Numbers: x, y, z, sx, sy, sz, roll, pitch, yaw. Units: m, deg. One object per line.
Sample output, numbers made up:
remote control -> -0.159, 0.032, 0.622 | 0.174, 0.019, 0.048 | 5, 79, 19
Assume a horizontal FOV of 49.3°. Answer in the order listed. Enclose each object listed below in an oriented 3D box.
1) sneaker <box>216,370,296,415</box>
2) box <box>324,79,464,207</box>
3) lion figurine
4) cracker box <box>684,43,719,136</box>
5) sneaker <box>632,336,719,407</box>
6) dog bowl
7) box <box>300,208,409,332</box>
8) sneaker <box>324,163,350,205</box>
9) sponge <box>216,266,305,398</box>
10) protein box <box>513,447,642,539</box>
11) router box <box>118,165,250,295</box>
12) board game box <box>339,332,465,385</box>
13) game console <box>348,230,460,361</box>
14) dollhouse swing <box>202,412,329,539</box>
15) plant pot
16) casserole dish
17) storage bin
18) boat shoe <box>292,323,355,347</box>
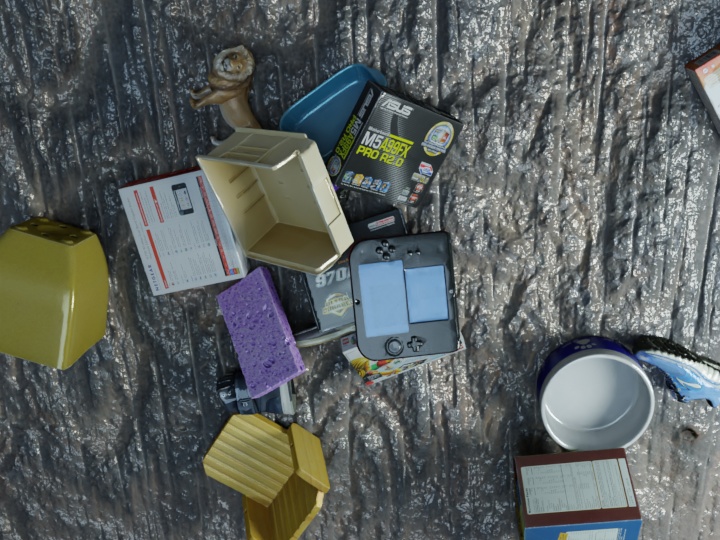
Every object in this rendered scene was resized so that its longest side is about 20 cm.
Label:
sneaker -> -0.199, 0.176, 1.440 | 0.143, 0.077, 0.206 | -2, 110, 4
box -> 0.053, -0.193, 1.236 | 0.198, 0.044, 0.162 | 10, 118, -45
lion figurine -> -0.206, -0.261, 1.292 | 0.120, 0.073, 0.202 | -18, 122, 3
cracker box -> 0.614, -0.267, 1.217 | 0.133, 0.058, 0.201 | -31, 105, 15
sneaker -> 0.563, 0.187, 1.378 | 0.197, 0.079, 0.090 | 25, 108, -5
dog bowl -> 0.417, 0.224, 1.404 | 0.196, 0.079, 0.204 | 2, 111, 5
box -> 0.000, 0.000, 1.339 | 0.196, 0.046, 0.162 | -17, 91, 3
sneaker -> -0.031, -0.163, 1.310 | 0.197, 0.070, 0.101 | -18, 116, 14
sponge -> -0.177, 0.108, 1.380 | 0.110, 0.030, 0.203 | -29, 73, 22
protein box -> 0.384, 0.437, 1.416 | 0.196, 0.137, 0.200 | -6, 138, 7
router box -> -0.305, -0.072, 1.371 | 0.176, 0.049, 0.204 | -10, 109, 9
board game box -> 0.077, 0.129, 1.387 | 0.197, 0.035, 0.127 | -22, 139, 10
game console -> 0.072, 0.043, 1.300 | 0.173, 0.031, 0.204 | -6, 93, 3
dollhouse swing -> -0.190, 0.397, 1.480 | 0.174, 0.183, 0.201 | 26, 113, -27
plant pot -> -0.548, 0.023, 1.358 | 0.191, 0.196, 0.204 | 16, 105, -1
casserole dish -> -0.040, -0.244, 1.256 | 0.198, 0.039, 0.122 | -35, 61, 5
storage bin -> -0.130, -0.111, 1.242 | 0.196, 0.094, 0.202 | 14, 138, 41
boat shoe -> -0.041, 0.088, 1.400 | 0.196, 0.072, 0.066 | -16, 91, 9
